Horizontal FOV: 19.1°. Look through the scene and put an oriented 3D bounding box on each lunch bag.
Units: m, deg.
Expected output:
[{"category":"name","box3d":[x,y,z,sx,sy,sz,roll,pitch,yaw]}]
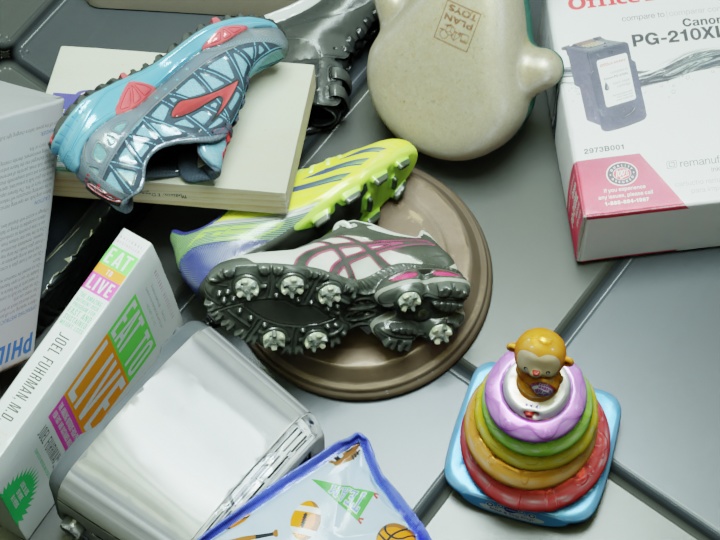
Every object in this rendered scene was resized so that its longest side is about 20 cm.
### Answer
[{"category":"lunch bag","box3d":[-0.052,0.226,1.420,0.199,0.170,0.124,-29,66,-12]}]

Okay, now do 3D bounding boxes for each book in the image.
[{"category":"book","box3d":[-0.206,0.080,1.513,0.048,0.134,0.200,28,70,14]}]

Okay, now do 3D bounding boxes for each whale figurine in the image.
[{"category":"whale figurine","box3d":[0.087,-0.183,1.604,0.159,0.201,0.104,25,24,16]}]

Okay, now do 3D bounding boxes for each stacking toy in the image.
[{"category":"stacking toy","box3d":[0.121,0.090,1.456,0.116,0.200,0.110,15,66,9]}]

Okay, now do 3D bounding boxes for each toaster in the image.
[{"category":"toaster","box3d":[-0.113,0.132,1.499,0.129,0.114,0.200,37,68,13]}]

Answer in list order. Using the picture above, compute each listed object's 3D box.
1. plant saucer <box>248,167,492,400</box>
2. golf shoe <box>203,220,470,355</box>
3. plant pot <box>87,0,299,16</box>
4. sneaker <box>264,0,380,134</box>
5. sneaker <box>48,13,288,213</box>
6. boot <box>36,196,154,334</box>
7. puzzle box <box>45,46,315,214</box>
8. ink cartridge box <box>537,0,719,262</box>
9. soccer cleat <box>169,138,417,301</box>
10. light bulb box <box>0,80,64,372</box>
[{"category":"plant saucer","box3d":[0.000,0.000,1.600,0.199,0.030,0.201,-1,66,2]},{"category":"golf shoe","box3d":[-0.022,0.008,1.528,0.199,0.077,0.088,4,41,-23]},{"category":"plant pot","box3d":[-0.118,-0.333,1.678,0.199,0.177,0.201,5,65,4]},{"category":"sneaker","box3d":[-0.011,-0.171,1.660,0.199,0.071,0.099,-28,68,-3]},{"category":"sneaker","box3d":[-0.121,-0.106,1.525,0.200,0.079,0.096,-34,79,-25]},{"category":"boot","box3d":[-0.253,-0.071,1.616,0.168,0.076,0.200,37,78,14]},{"category":"puzzle box","box3d":[-0.140,-0.105,1.576,0.199,0.025,0.133,5,51,8]},{"category":"ink cartridge box","box3d":[0.220,-0.120,1.613,0.144,0.084,0.201,-6,65,-1]},{"category":"soccer cleat","box3d":[-0.050,-0.051,1.575,0.200,0.065,0.084,-33,64,-12]},{"category":"light bulb box","box3d":[-0.332,-0.040,1.514,0.197,0.125,0.201,17,108,20]}]
